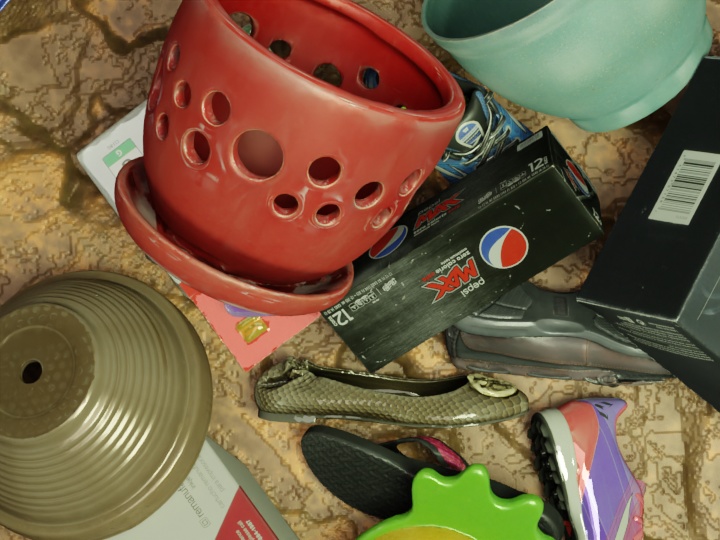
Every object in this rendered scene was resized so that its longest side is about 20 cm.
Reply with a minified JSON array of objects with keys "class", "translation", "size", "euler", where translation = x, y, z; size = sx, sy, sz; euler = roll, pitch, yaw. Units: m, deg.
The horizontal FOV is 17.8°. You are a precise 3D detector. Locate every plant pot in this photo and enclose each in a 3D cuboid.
[{"class":"plant pot","translation":[-0.213,0.086,1.610],"size":[0.200,0.093,0.201],"euler":[-7,68,18]},{"class":"plant pot","translation":[-0.054,-0.082,1.545],"size":[0.200,0.200,0.183],"euler":[27,114,2]},{"class":"plant pot","translation":[0.161,-0.182,1.596],"size":[0.200,0.200,0.134],"euler":[-41,115,2]}]

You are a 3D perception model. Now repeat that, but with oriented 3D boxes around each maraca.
[{"class":"maraca","translation":[0.054,0.221,1.619],"size":[0.137,0.107,0.200],"euler":[29,115,-9]}]

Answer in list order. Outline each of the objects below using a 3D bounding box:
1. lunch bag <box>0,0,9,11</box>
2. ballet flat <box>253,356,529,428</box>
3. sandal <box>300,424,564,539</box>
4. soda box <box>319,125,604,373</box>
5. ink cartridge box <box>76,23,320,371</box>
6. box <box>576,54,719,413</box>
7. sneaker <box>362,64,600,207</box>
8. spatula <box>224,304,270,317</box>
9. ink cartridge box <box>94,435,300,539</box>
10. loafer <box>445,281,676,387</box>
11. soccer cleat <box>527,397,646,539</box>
[{"class":"lunch bag","translation":[-0.261,-0.311,1.603],"size":[0.200,0.127,0.170],"euler":[-47,54,-1]},{"class":"ballet flat","translation":[0.022,0.086,1.655],"size":[0.199,0.067,0.046],"euler":[1,95,8]},{"class":"sandal","translation":[0.053,0.152,1.654],"size":[0.200,0.075,0.045],"euler":[17,52,9]},{"class":"soda box","translation":[0.068,-0.013,1.604],"size":[0.200,0.063,0.071],"euler":[-31,116,17]},{"class":"ink cartridge box","translation":[-0.084,-0.051,1.665],"size":[0.161,0.050,0.200],"euler":[-37,87,2]},{"class":"box","translation":[0.277,-0.013,1.562],"size":[0.182,0.104,0.200],"euler":[36,76,-34]},{"class":"sneaker","translation":[0.083,-0.085,1.636],"size":[0.200,0.089,0.079],"euler":[34,92,0]},{"class":"spatula","translation":[0.000,0.000,1.665],"size":[0.199,0.021,0.057],"euler":[-6,107,-8]},{"class":"ink cartridge box","translation":[-0.140,0.233,1.620],"size":[0.200,0.083,0.147],"euler":[-42,54,2]},{"class":"loafer","translation":[0.159,0.052,1.655],"size":[0.199,0.072,0.063],"euler":[9,126,4]},{"class":"soccer cleat","translation":[0.180,0.189,1.650],"size":[0.073,0.068,0.200],"euler":[-16,91,-12]}]
